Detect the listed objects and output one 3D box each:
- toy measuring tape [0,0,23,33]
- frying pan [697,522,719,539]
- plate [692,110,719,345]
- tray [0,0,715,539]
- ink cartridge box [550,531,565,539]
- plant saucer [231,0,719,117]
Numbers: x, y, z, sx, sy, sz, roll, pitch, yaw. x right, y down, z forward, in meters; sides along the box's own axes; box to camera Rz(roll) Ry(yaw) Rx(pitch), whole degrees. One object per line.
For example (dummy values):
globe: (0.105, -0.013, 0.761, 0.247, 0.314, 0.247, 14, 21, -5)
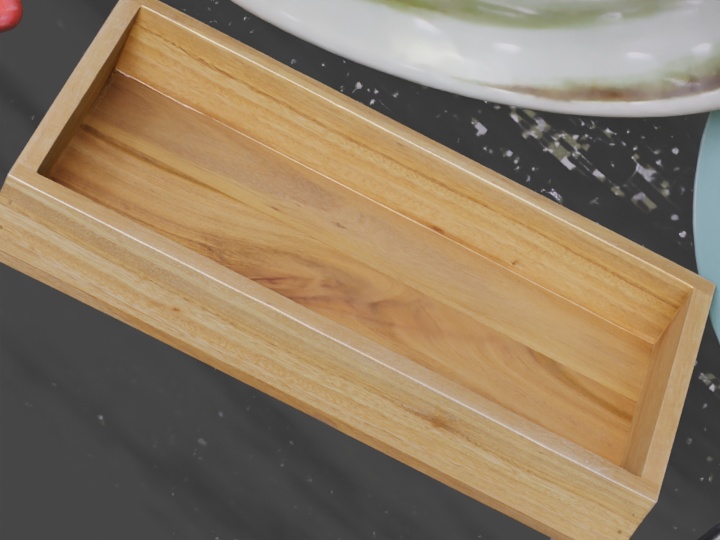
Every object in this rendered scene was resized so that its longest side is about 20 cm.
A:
toy measuring tape: (-0.088, -0.108, 0.754, 0.200, 0.074, 0.074, -12, 94, 0)
frying pan: (0.166, 0.032, 0.793, 0.190, 0.031, 0.115, -15, 92, -2)
plate: (0.197, -0.018, 0.759, 0.200, 0.026, 0.200, -1, 86, 14)
tray: (0.000, 0.000, 0.751, 0.200, 0.099, 0.037, 26, 132, -2)
ink cartridge box: (0.099, 0.169, 0.752, 0.068, 0.116, 0.200, -41, 93, 11)
plant saucer: (0.035, -0.104, 0.703, 0.200, 0.200, 0.050, 16, 73, -2)
